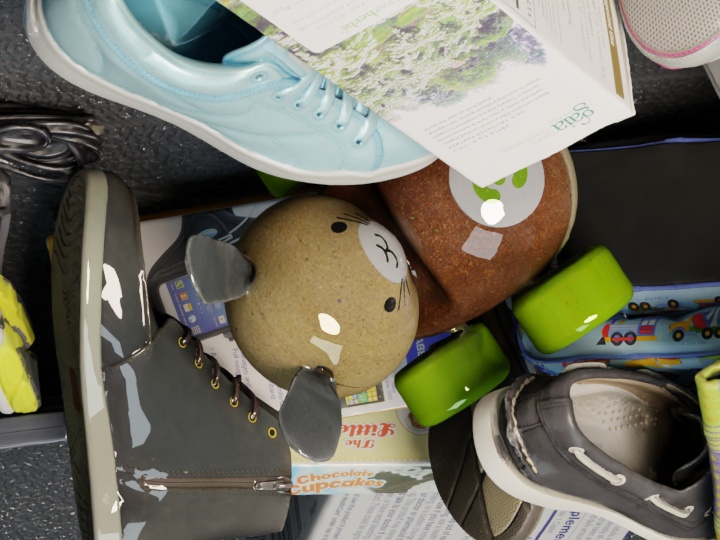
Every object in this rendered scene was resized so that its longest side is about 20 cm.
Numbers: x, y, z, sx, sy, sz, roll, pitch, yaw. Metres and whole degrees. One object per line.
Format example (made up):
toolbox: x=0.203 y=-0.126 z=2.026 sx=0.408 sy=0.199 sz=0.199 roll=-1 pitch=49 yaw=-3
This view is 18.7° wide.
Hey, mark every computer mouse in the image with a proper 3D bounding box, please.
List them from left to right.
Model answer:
computer mouse: x=-0.214 y=-0.021 z=1.101 sx=0.137 sy=0.053 sz=0.201 roll=0 pitch=139 yaw=-23

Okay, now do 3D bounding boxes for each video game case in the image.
video game case: x=-0.216 y=0.088 z=1.203 sx=0.141 sy=0.019 sz=0.200 roll=-7 pitch=180 yaw=0

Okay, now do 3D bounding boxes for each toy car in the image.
toy car: x=0.000 y=0.000 z=0.984 sx=0.157 sy=0.165 sz=0.200 roll=-34 pitch=180 yaw=36

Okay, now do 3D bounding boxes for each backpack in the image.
backpack: x=0.189 y=0.009 z=1.129 sx=0.181 sy=0.136 sz=0.200 roll=-3 pitch=161 yaw=31

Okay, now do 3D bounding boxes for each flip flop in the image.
flip flop: x=0.070 y=0.059 z=1.142 sx=0.057 sy=0.201 sz=0.081 roll=19 pitch=121 yaw=-25

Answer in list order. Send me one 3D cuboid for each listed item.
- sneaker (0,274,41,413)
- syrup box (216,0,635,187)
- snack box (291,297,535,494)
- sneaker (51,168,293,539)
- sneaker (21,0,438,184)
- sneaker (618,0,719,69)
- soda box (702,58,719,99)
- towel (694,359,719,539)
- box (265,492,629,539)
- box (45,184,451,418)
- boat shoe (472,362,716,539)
sneaker: x=-0.213 y=0.019 z=1.046 sx=0.084 sy=0.075 sz=0.201 roll=-17 pitch=142 yaw=0
syrup box: x=0.021 y=-0.117 z=0.859 sx=0.078 sy=0.082 sz=0.199 roll=-24 pitch=145 yaw=30
snack box: x=0.015 y=0.065 z=1.216 sx=0.198 sy=0.117 sz=0.037 roll=1 pitch=147 yaw=-12
sneaker: x=-0.093 y=0.043 z=1.083 sx=0.105 sy=0.075 sz=0.202 roll=-8 pitch=108 yaw=-18
sneaker: x=-0.035 y=-0.083 z=0.891 sx=0.198 sy=0.075 sz=0.082 roll=12 pitch=171 yaw=-27
sneaker: x=0.125 y=-0.166 z=0.849 sx=0.088 sy=0.081 sz=0.201 roll=-29 pitch=135 yaw=-39
soda box: x=0.242 y=-0.060 z=0.985 sx=0.199 sy=0.064 sz=0.068 roll=26 pitch=123 yaw=-40
towel: x=0.215 y=0.065 z=1.022 sx=0.143 sy=0.023 sz=0.201 roll=-37 pitch=146 yaw=-12
box: x=0.057 y=0.126 z=1.331 sx=0.198 sy=0.106 sz=0.184 roll=3 pitch=146 yaw=-15
box: x=-0.055 y=0.022 z=1.139 sx=0.198 sy=0.120 sz=0.041 roll=-9 pitch=-172 yaw=1
boat shoe: x=0.143 y=0.083 z=1.041 sx=0.199 sy=0.075 sz=0.060 roll=18 pitch=149 yaw=-38
